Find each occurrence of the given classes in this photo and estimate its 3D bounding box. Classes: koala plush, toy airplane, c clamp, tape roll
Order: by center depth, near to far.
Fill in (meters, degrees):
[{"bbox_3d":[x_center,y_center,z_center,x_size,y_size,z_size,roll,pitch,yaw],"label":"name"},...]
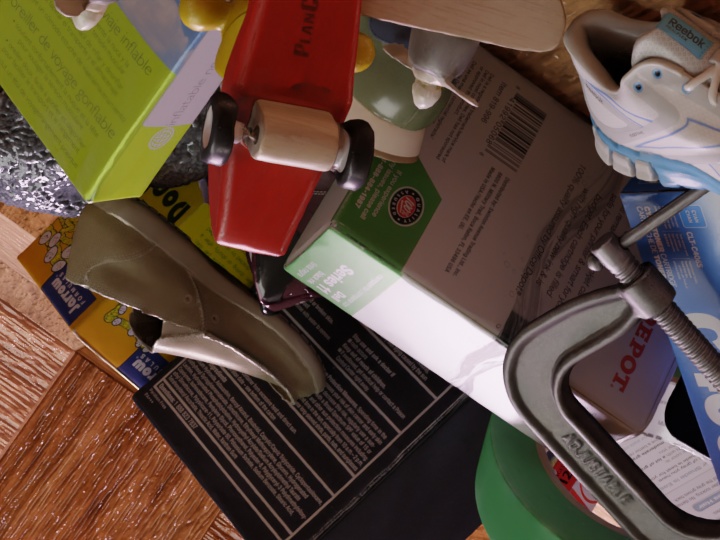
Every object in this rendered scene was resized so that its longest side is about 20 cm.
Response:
[{"bbox_3d":[-0.032,-0.134,0.877,0.200,0.199,0.141,55,168,-10],"label":"toy airplane"},{"bbox_3d":[0.162,0.065,0.973,0.171,0.027,0.200,-28,109,32],"label":"c clamp"},{"bbox_3d":[0.167,0.122,1.116,0.200,0.200,0.048,28,130,22],"label":"tape roll"},{"bbox_3d":[-0.139,-0.103,1.196,0.200,0.184,0.177,22,163,49],"label":"koala plush"}]

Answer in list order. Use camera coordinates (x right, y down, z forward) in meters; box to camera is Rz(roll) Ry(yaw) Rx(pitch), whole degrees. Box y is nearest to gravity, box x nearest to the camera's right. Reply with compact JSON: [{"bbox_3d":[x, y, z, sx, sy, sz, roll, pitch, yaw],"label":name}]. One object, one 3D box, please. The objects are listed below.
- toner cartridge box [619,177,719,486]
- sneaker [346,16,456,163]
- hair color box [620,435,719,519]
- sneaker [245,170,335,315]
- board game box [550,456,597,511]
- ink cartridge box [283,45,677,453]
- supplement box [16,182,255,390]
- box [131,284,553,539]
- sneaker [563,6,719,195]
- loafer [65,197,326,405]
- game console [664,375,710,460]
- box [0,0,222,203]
[{"bbox_3d":[0.207,0.034,0.985,0.095,0.043,0.200,-2,122,39],"label":"toner cartridge box"},{"bbox_3d":[-0.006,-0.150,1.010,0.067,0.090,0.200,4,-141,-41],"label":"sneaker"},{"bbox_3d":[0.228,0.116,1.271,0.099,0.061,0.200,-35,118,28],"label":"hair color box"},{"bbox_3d":[0.000,0.000,1.161,0.200,0.116,0.076,43,-173,-24],"label":"sneaker"},{"bbox_3d":[0.100,0.097,1.410,0.200,0.152,0.046,22,163,37],"label":"board game box"},{"bbox_3d":[0.083,-0.011,1.064,0.200,0.147,0.083,35,153,-8],"label":"ink cartridge box"},{"bbox_3d":[-0.115,-0.026,1.340,0.110,0.200,0.109,46,178,-42],"label":"supplement box"},{"bbox_3d":[-0.006,0.097,1.284,0.200,0.198,0.123,45,177,43],"label":"box"},{"bbox_3d":[0.163,-0.074,0.866,0.200,0.075,0.087,18,153,48],"label":"sneaker"},{"bbox_3d":[-0.103,0.025,1.183,0.200,0.068,0.076,41,177,-28],"label":"loafer"},{"bbox_3d":[0.266,0.065,1.011,0.200,0.176,0.116,30,-163,17],"label":"game console"},{"bbox_3d":[-0.114,-0.147,1.022,0.122,0.200,0.048,51,-148,19],"label":"box"}]
